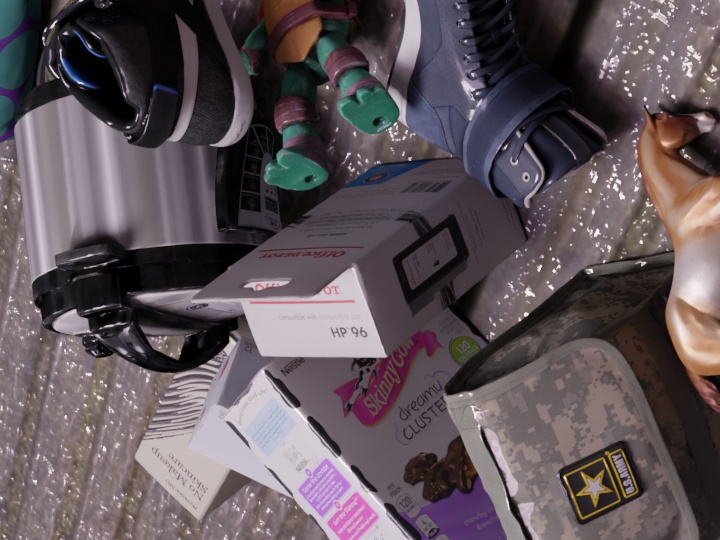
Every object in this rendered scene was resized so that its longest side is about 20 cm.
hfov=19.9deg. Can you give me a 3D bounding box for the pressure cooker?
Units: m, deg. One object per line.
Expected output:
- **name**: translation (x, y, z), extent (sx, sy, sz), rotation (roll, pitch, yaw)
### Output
- **pressure cooker**: translation (-0.144, -0.029, 1.412), extent (0.179, 0.175, 0.201), rotation (150, 115, -62)

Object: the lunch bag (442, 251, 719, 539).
- **lunch bag**: translation (0.149, 0.102, 1.248), extent (0.117, 0.200, 0.165), rotation (-11, 108, 46)

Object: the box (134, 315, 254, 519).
- **box**: translation (-0.101, 0.100, 1.578), extent (0.082, 0.068, 0.200), rotation (41, 137, 12)

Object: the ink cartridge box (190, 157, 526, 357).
- **ink cartridge box**: translation (0.000, 0.000, 1.316), extent (0.116, 0.200, 0.068), rotation (-3, 115, 44)

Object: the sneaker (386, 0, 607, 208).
- **sneaker**: translation (0.089, -0.131, 1.228), extent (0.146, 0.077, 0.203), rotation (43, 149, 28)

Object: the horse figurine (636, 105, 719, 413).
- **horse figurine**: translation (0.223, 0.004, 1.196), extent (0.132, 0.050, 0.201), rotation (1, 97, 23)

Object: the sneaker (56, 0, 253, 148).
- **sneaker**: translation (-0.147, -0.166, 1.282), extent (0.073, 0.111, 0.201), rotation (-50, 54, 39)

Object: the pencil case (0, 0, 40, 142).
- **pencil case**: translation (-0.289, -0.189, 1.546), extent (0.092, 0.085, 0.201), rotation (22, 131, 10)

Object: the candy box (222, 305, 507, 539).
- **candy box**: translation (0.036, 0.116, 1.387), extent (0.200, 0.168, 0.072), rotation (47, 138, 7)

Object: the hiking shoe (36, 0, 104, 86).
- **hiking shoe**: translation (-0.200, -0.163, 1.468), extent (0.076, 0.101, 0.200), rotation (51, 139, 3)

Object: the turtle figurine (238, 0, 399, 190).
- **turtle figurine**: translation (-0.045, -0.157, 1.314), extent (0.150, 0.100, 0.201), rotation (-52, 48, 39)

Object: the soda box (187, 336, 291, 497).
- **soda box**: translation (-0.017, 0.129, 1.462), extent (0.199, 0.068, 0.064), rotation (26, 138, -8)
